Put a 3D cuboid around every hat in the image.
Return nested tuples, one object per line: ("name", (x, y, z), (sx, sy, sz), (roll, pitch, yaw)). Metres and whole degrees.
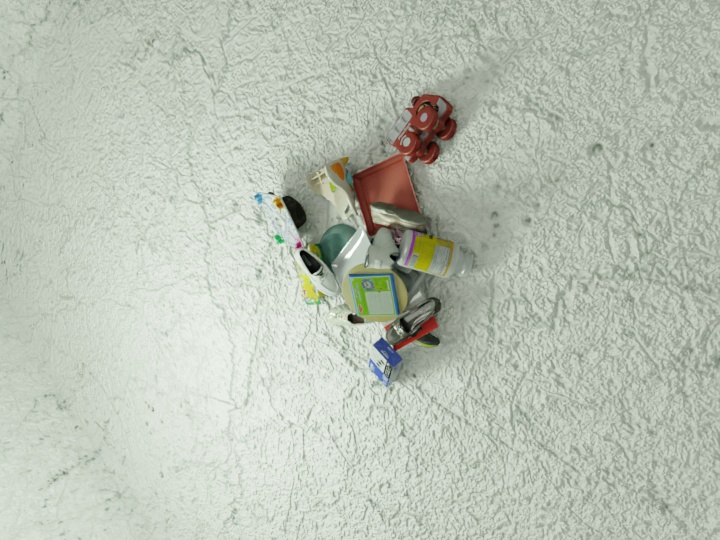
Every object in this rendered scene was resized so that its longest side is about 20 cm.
("hat", (-0.235, -0.190, 1.908), (0.201, 0.081, 0.201), (44, 155, 27))

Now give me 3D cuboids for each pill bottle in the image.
("pill bottle", (0.209, -0.040, 1.583), (0.198, 0.104, 0.105), (15, 110, -5))

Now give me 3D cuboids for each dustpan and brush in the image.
("dustpan and brush", (0.107, -0.021, 1.682), (0.200, 0.057, 0.140), (33, 87, 44))

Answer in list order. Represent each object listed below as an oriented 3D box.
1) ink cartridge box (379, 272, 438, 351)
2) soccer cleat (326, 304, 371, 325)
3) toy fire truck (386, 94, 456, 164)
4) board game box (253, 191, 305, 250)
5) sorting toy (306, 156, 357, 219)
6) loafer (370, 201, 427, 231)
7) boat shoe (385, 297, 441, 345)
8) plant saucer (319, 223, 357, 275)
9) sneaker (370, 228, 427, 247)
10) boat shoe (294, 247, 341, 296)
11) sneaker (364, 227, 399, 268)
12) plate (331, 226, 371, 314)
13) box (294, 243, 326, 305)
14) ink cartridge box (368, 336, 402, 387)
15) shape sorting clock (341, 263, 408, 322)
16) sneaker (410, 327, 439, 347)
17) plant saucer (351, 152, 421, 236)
("ink cartridge box", (0.122, 0.114, 1.681), (0.160, 0.050, 0.201), (-32, 55, 18))
("soccer cleat", (-0.040, 0.148, 1.840), (0.199, 0.077, 0.070), (-5, 95, 35))
("toy fire truck", (0.166, -0.411, 1.600), (0.201, 0.112, 0.168), (-54, 50, 26))
("board game box", (-0.272, -0.161, 1.882), (0.199, 0.026, 0.201), (20, 138, 56))
("sorting toy", (-0.066, -0.248, 1.775), (0.181, 0.106, 0.200), (66, 160, -9))
("loafer", (0.113, -0.147, 1.658), (0.199, 0.072, 0.063), (25, 128, 36))
("boat shoe", (0.144, 0.143, 1.621), (0.200, 0.057, 0.067), (-39, 71, 12))
("plant saucer", (-0.069, -0.051, 1.853), (0.199, 0.036, 0.202), (6, 101, 33))
("sneaker", (0.120, -0.105, 1.710), (0.199, 0.070, 0.083), (1, 70, 39))
("boat shoe", (-0.136, 0.008, 1.809), (0.200, 0.065, 0.074), (43, 81, -10))
("sneaker", (0.069, -0.055, 1.601), (0.086, 0.200, 0.075), (15, 125, 7))
("plate", (0.000, 0.000, 1.741), (0.200, 0.032, 0.201), (-51, 51, 37))
("box", (-0.163, 0.015, 1.899), (0.117, 0.048, 0.202), (-5, 93, 57))
("ink cartridge box", (0.074, 0.285, 1.735), (0.094, 0.044, 0.200), (46, 159, 20))
("shape sorting clock", (0.041, 0.065, 1.644), (0.198, 0.039, 0.202), (6, 122, 10))
("sneaker", (0.160, 0.160, 1.711), (0.199, 0.074, 0.081), (36, 113, 23))
("plant saucer", (0.083, -0.228, 1.720), (0.198, 0.037, 0.202), (-19, 87, 35))
